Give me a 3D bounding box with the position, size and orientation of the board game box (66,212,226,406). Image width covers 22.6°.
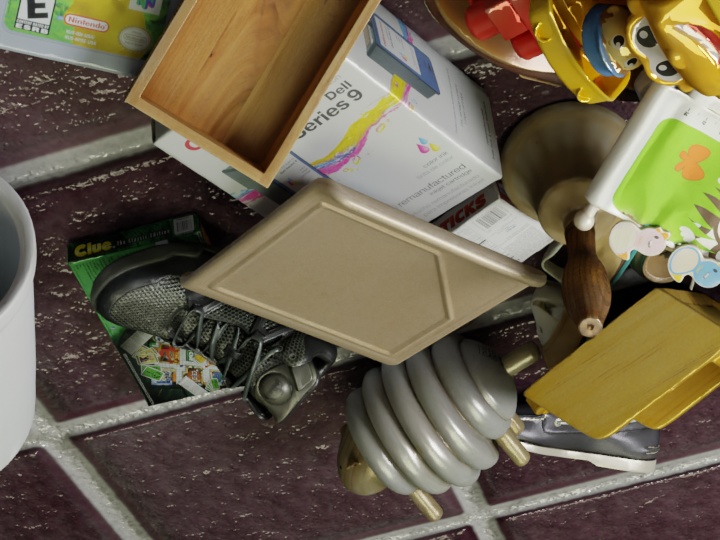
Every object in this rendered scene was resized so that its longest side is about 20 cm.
[{"bbox_3d":[-0.147,0.034,1.401,0.104,0.024,0.201,-11,142,6],"label":"board game box"}]

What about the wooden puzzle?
[{"bbox_3d":[0.000,0.000,1.235,0.184,0.038,0.199,22,150,-29],"label":"wooden puzzle"}]

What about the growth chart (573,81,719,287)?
[{"bbox_3d":[0.248,-0.048,1.144,0.198,0.018,0.146,19,113,-3],"label":"growth chart"}]

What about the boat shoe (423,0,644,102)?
[{"bbox_3d":[0.124,-0.154,1.174,0.199,0.071,0.070,19,175,-22],"label":"boat shoe"}]

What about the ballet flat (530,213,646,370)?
[{"bbox_3d":[0.167,0.011,1.407,0.062,0.069,0.201,19,134,1],"label":"ballet flat"}]

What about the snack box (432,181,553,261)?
[{"bbox_3d":[0.055,0.003,1.395,0.072,0.024,0.199,27,130,-38],"label":"snack box"}]

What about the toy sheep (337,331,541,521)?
[{"bbox_3d":[0.064,0.118,1.461,0.199,0.138,0.138,-36,136,11],"label":"toy sheep"}]

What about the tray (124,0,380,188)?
[{"bbox_3d":[-0.045,-0.161,1.054,0.098,0.037,0.201,30,95,-12],"label":"tray"}]

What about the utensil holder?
[{"bbox_3d":[-0.309,0.044,1.268,0.168,0.171,0.201,-1,144,-8],"label":"utensil holder"}]

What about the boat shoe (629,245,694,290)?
[{"bbox_3d":[0.273,-0.045,1.341,0.073,0.063,0.200,16,137,-29],"label":"boat shoe"}]

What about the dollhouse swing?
[{"bbox_3d":[0.261,0.114,1.377,0.181,0.176,0.200,-40,166,15],"label":"dollhouse swing"}]

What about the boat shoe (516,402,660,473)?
[{"bbox_3d":[0.171,0.127,1.564,0.198,0.073,0.063,13,95,-17],"label":"boat shoe"}]

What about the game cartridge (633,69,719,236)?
[{"bbox_3d":[0.282,-0.117,1.140,0.199,0.042,0.134,-23,104,13],"label":"game cartridge"}]

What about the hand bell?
[{"bbox_3d":[0.150,-0.021,1.220,0.103,0.201,0.105,1,124,1],"label":"hand bell"}]

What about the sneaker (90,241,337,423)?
[{"bbox_3d":[-0.098,0.046,1.318,0.198,0.115,0.076,14,128,-35],"label":"sneaker"}]

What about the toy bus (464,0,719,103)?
[{"bbox_3d":[0.152,-0.166,1.046,0.191,0.201,0.136,-24,127,20],"label":"toy bus"}]

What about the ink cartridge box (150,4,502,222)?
[{"bbox_3d":[-0.023,-0.103,1.197,0.145,0.088,0.200,-30,136,27],"label":"ink cartridge box"}]

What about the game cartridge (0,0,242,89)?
[{"bbox_3d":[-0.155,-0.187,1.055,0.198,0.040,0.135,10,101,-21],"label":"game cartridge"}]
